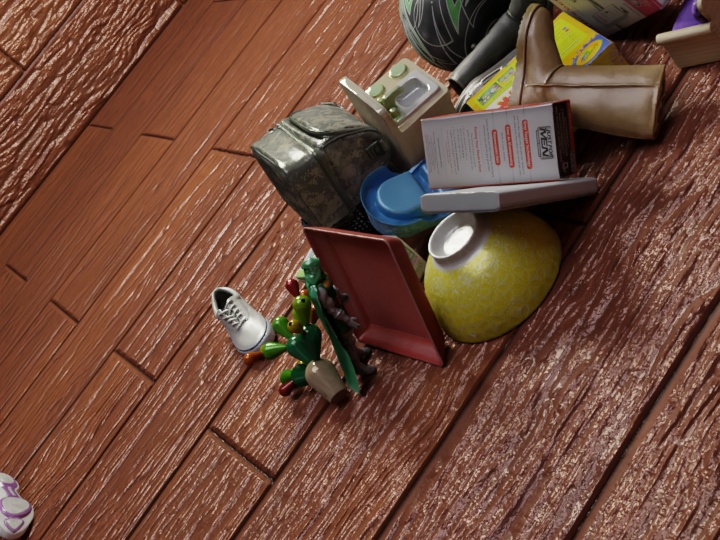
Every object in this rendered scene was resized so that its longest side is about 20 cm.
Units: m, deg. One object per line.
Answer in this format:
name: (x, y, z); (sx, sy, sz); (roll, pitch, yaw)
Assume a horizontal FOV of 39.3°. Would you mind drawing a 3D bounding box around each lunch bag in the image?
lunch bag: (-0.056, -0.176, 1.569); (0.167, 0.140, 0.200); (-36, 30, -8)

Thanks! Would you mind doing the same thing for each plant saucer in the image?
plant saucer: (0.025, 0.024, 1.369); (0.037, 0.201, 0.199); (-38, 27, -25)

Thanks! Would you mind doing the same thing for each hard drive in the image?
hard drive: (0.194, -0.097, 1.307); (0.132, 0.199, 0.027); (2, 99, 48)

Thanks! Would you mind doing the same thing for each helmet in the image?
helmet: (0.160, -0.443, 1.714); (0.191, 0.200, 0.200); (-45, 30, -10)

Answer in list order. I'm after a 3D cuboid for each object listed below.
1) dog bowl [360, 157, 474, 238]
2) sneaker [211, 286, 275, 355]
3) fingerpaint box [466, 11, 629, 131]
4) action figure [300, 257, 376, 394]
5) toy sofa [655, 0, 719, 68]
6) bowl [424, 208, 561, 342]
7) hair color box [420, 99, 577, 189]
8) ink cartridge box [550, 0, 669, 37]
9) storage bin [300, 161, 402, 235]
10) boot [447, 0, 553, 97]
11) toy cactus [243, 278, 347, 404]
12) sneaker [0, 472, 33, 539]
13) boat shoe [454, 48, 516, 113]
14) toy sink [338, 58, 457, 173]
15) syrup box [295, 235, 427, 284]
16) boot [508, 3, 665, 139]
dog bowl: (0.096, -0.115, 1.481); (0.199, 0.050, 0.112); (-25, 59, -13)
sneaker: (-0.207, 0.086, 1.697); (0.073, 0.071, 0.200); (-51, 31, -4)
fingerpaint box: (0.276, -0.265, 1.482); (0.200, 0.073, 0.167); (-43, 31, 9)
action figure: (-0.034, 0.060, 1.383); (0.055, 0.200, 0.118); (-24, 36, 3)
toy sofa: (0.466, -0.379, 1.349); (0.083, 0.098, 0.201); (-2, 54, 50)
bowl: (0.152, -0.017, 1.329); (0.200, 0.108, 0.201); (-32, 34, 25)
hair color box: (0.185, -0.168, 1.360); (0.199, 0.102, 0.061); (0, 12, 37)
ink cartridge box: (0.350, -0.419, 1.432); (0.083, 0.146, 0.200); (-56, 9, -6)
storage bin: (-0.009, -0.135, 1.675); (0.135, 0.094, 0.201); (-26, 37, 32)
boot: (0.217, -0.374, 1.607); (0.200, 0.182, 0.073); (-40, 63, 1)
toy cactus: (-0.084, 0.124, 1.449); (0.165, 0.102, 0.200); (47, 134, 29)
sneaker: (-0.663, 0.458, 1.873); (0.200, 0.075, 0.100); (32, 100, 59)
boat shoe: (0.223, -0.290, 1.578); (0.200, 0.067, 0.057); (-43, 16, 4)
toy sink: (0.078, -0.237, 1.542); (0.112, 0.200, 0.130); (-42, 46, -3)
syrup box: (0.000, 0.000, 1.524); (0.200, 0.081, 0.079); (1, 58, 53)
boot: (0.309, -0.267, 1.351); (0.199, 0.066, 0.176); (8, 92, 28)
